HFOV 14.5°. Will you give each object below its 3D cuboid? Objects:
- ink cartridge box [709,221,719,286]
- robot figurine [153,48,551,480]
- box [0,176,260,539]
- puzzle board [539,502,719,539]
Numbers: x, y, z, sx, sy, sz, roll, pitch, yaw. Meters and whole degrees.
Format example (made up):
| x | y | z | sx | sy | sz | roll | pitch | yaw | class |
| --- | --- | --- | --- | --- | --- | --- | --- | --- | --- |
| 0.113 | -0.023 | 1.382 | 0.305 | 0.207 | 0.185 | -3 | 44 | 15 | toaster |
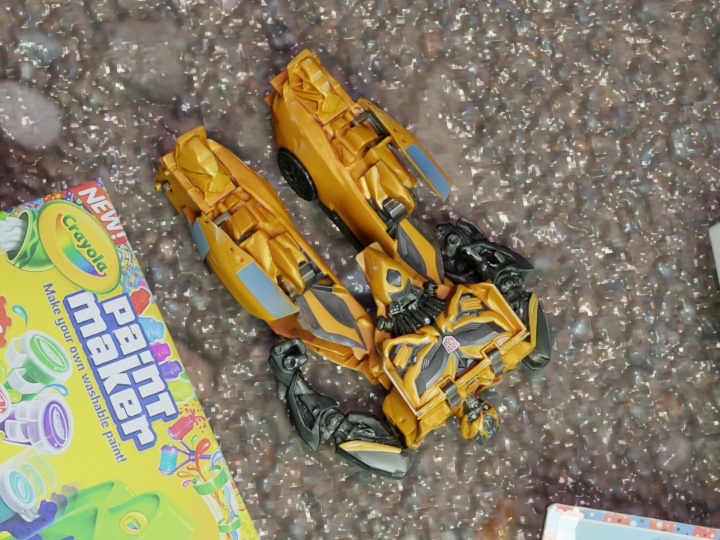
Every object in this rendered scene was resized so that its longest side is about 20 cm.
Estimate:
| x | y | z | sx | sy | sz | roll | pitch | yaw | class |
| --- | --- | --- | --- | --- | --- | --- | --- | --- | --- |
| 0.269 | 0.009 | 1.307 | 0.083 | 0.200 | 0.145 | 21 | 50 | -39 | ink cartridge box |
| 0.000 | 0.000 | 1.347 | 0.145 | 0.058 | 0.200 | -37 | 79 | -21 | robot figurine |
| -0.169 | 0.097 | 1.242 | 0.192 | 0.122 | 0.201 | -20 | 74 | -19 | box |
| 0.169 | 0.195 | 1.294 | 0.198 | 0.017 | 0.152 | 10 | 93 | -7 | puzzle board |
